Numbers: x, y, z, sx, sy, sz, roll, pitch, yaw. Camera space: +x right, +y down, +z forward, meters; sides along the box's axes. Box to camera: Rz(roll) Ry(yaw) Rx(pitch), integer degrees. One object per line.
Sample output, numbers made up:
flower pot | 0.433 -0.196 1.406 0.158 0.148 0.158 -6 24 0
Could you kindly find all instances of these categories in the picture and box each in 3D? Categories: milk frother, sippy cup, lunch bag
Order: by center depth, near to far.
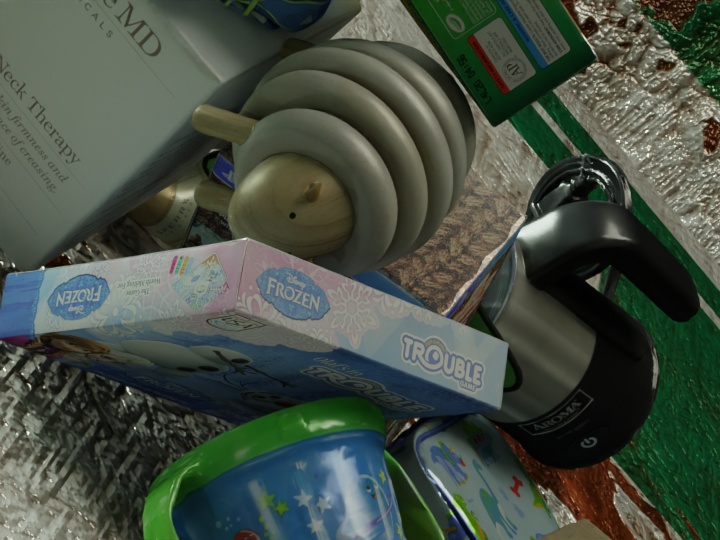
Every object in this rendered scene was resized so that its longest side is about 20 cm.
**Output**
sippy cup | -0.031 0.155 1.587 0.140 0.177 0.131 108 -38 -66
lunch bag | 0.067 0.172 1.907 0.161 0.082 0.200 58 15 3
milk frother | 0.103 -0.002 1.943 0.188 0.181 0.200 36 12 -47

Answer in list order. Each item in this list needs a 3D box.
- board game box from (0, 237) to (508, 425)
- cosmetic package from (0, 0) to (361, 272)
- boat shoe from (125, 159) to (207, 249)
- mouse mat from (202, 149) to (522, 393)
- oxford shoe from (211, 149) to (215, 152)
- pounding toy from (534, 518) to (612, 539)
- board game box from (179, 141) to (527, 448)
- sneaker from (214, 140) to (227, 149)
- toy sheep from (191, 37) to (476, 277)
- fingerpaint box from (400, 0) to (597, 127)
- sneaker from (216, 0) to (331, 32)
board game box | -0.059 0.039 1.601 0.200 0.199 0.044 22 68 -40
cosmetic package | -0.145 -0.138 1.706 0.168 0.200 0.166 51 36 3
boat shoe | -0.154 -0.096 1.919 0.066 0.074 0.200 24 21 -46
mouse mat | 0.000 0.000 1.800 0.008 0.161 0.200 -47 116 -37
oxford shoe | -0.100 -0.064 2.010 0.200 0.073 0.071 57 15 24
pounding toy | 0.128 0.286 1.664 0.184 0.142 0.201 39 -34 55
board game box | -0.018 0.006 1.736 0.159 0.200 0.097 37 53 7
sneaker | -0.051 -0.110 1.910 0.084 0.075 0.200 13 -3 -4
toy sheep | -0.006 -0.065 1.587 0.138 0.138 0.200 50 46 -5
fingerpaint box | 0.039 -0.189 1.627 0.200 0.073 0.167 56 4 -12
sneaker | -0.063 -0.174 1.589 0.105 0.076 0.200 50 35 1
